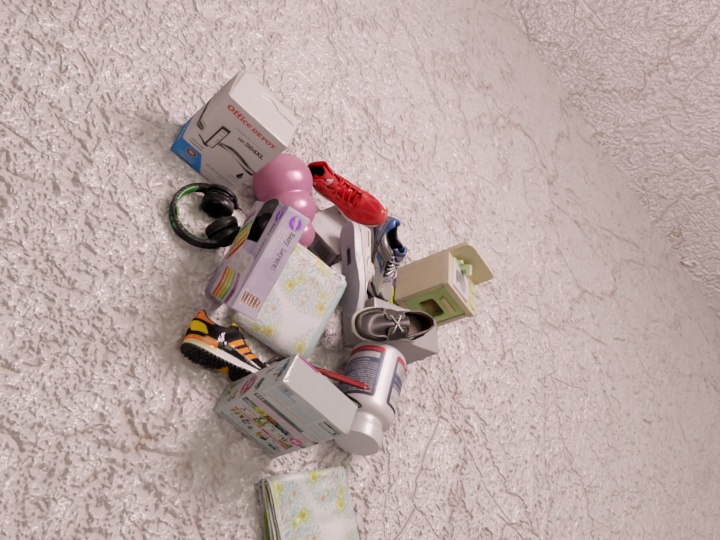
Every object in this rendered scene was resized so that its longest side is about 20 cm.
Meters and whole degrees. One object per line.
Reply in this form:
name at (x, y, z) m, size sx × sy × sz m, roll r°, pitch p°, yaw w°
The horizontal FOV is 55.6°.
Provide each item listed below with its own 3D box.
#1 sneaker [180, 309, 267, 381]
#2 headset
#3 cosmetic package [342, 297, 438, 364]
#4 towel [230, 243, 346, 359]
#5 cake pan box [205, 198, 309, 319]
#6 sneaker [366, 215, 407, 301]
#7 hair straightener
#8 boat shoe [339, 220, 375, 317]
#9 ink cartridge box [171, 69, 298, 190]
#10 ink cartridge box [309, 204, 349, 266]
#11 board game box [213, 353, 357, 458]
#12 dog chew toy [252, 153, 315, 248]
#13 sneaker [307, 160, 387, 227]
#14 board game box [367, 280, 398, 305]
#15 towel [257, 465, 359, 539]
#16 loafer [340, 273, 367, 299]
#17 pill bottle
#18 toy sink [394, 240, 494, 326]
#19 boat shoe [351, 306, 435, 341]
sneaker at (-0.213, 0.140, 1.194) m, size 0.199 × 0.070 × 0.091 m, roll 33°, pitch 50°, yaw -29°
headset at (-0.252, -0.106, 1.273) m, size 0.199 × 0.094 × 0.125 m, roll 2°, pitch 67°, yaw -35°
cosmetic package at (0.067, 0.135, 1.478) m, size 0.199 × 0.106 × 0.091 m, roll 21°, pitch 56°, yaw -41°
towel at (-0.132, 0.053, 1.302) m, size 0.171 × 0.048 × 0.201 m, roll 37°, pitch 66°, yaw -23°
cake pan box at (-0.179, -0.026, 1.178) m, size 0.052 × 0.184 × 0.201 m, roll 32°, pitch 85°, yaw -28°
sneaker at (0.057, -0.024, 1.492) m, size 0.077 × 0.085 × 0.202 m, roll -24°, pitch 114°, yaw -53°
hair straightener at (-0.088, 0.213, 1.252) m, size 0.198 × 0.041 × 0.078 m, roll 20°, pitch 90°, yaw -4°
boat shoe at (0.000, 0.000, 1.399) m, size 0.069 × 0.071 × 0.202 m, roll 12°, pitch 65°, yaw -36°
ink cartridge box at (-0.238, -0.256, 1.290) m, size 0.146 × 0.199 × 0.085 m, roll 39°, pitch 44°, yaw -25°
ink cartridge box at (-0.041, -0.088, 1.510) m, size 0.109 × 0.050 × 0.200 m, roll 48°, pitch 37°, yaw 9°
board game box at (-0.127, 0.230, 1.135) m, size 0.148 × 0.199 × 0.065 m, roll 45°, pitch 42°, yaw -20°
dog chew toy at (-0.146, -0.131, 1.383) m, size 0.124 × 0.124 × 0.202 m, roll -2°, pitch 73°, yaw -48°
sneaker at (-0.040, -0.162, 1.441) m, size 0.199 × 0.079 × 0.115 m, roll 29°, pitch 0°, yaw 19°
board game box at (0.026, -0.004, 1.573) m, size 0.119 × 0.032 × 0.202 m, roll 16°, pitch 58°, yaw -45°
towel at (-0.084, 0.435, 1.186) m, size 0.199 × 0.048 × 0.173 m, roll 9°, pitch 63°, yaw -45°
loafer at (-0.071, 0.036, 1.417) m, size 0.199 × 0.070 × 0.070 m, roll 26°, pitch 56°, yaw -27°
pill bottle at (0.015, 0.252, 1.343) m, size 0.119 × 0.119 × 0.201 m, roll 41°, pitch 44°, yaw -24°
toy sink at (0.197, 0.042, 1.577) m, size 0.130 × 0.199 × 0.113 m, roll 48°, pitch 34°, yaw -34°
boat shoe at (0.066, 0.104, 1.362) m, size 0.199 × 0.067 × 0.073 m, roll 7°, pitch 72°, yaw -42°
